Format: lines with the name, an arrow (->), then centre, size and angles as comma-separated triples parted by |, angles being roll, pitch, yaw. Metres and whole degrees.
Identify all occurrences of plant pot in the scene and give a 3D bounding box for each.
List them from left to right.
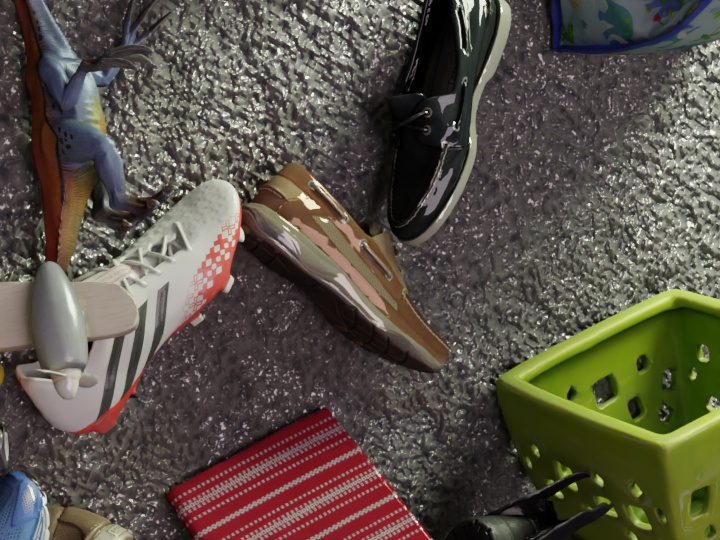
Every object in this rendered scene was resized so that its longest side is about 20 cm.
plant pot -> 0.245, 0.146, 1.529 | 0.198, 0.200, 0.182 | -25, 116, -28

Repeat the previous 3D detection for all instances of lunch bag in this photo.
lunch bag -> 0.256, -0.225, 1.483 | 0.169, 0.200, 0.128 | -16, 104, -29

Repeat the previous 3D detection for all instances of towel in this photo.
towel -> -0.023, 0.199, 1.386 | 0.144, 0.200, 0.023 | -26, 153, -28

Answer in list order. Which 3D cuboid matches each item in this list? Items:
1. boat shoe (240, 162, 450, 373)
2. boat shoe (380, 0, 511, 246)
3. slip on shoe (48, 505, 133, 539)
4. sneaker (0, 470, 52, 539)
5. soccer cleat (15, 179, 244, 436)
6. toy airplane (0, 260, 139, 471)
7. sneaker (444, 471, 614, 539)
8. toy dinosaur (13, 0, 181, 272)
boat shoe -> 0.000, 0.000, 1.422 | 0.200, 0.076, 0.072 | 43, 71, -31
boat shoe -> 0.048, -0.118, 1.433 | 0.066, 0.074, 0.200 | 30, 75, -35
slip on shoe -> -0.218, 0.251, 1.323 | 0.060, 0.076, 0.201 | 25, 90, 8
sneaker -> -0.277, 0.199, 1.265 | 0.200, 0.078, 0.089 | -48, 120, -19
soccer cleat -> -0.150, 0.016, 1.327 | 0.200, 0.068, 0.085 | -55, 137, -10
toy airplane -> -0.263, 0.042, 1.215 | 0.199, 0.141, 0.200 | 40, 91, -7
sneaker -> 0.088, 0.221, 1.468 | 0.104, 0.200, 0.060 | -8, 56, -48
toy dinosaur -> -0.189, -0.108, 1.283 | 0.200, 0.105, 0.182 | -41, 95, -9
